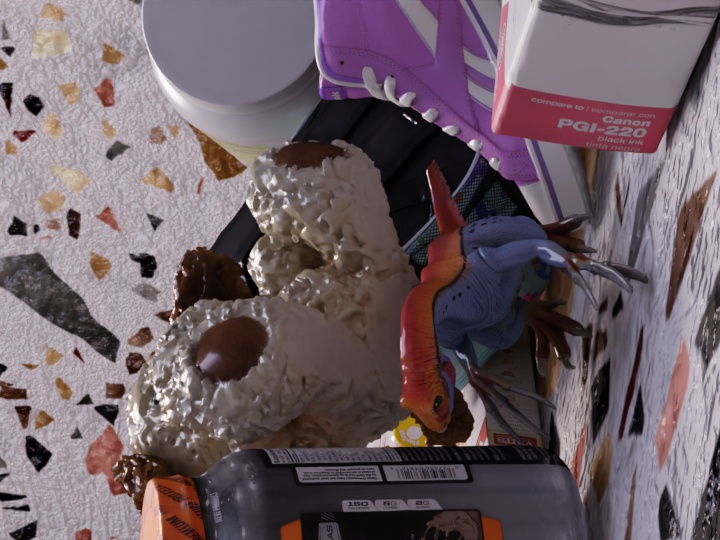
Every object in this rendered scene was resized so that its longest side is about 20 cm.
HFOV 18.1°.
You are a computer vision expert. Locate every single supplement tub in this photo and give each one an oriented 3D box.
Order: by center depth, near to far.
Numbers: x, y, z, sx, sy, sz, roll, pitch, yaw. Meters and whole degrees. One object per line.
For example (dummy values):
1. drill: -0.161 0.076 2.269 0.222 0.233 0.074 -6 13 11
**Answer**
1. supplement tub: 0.000 0.144 1.064 0.122 0.199 0.123 180 90 -78
2. supplement tub: -0.054 -0.143 1.461 0.200 0.144 0.146 37 -120 -74

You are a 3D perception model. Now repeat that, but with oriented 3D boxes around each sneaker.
1. sneaker: 0.043 -0.096 1.222 0.201 0.114 0.073 63 -170 3

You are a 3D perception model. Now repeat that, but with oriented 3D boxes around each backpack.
1. backpack: 0.000 0.000 1.327 0.200 0.151 0.177 -47 34 -16

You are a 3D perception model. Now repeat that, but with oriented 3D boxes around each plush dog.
1. plush dog: -0.049 0.054 1.177 0.171 0.161 0.200 -21 35 35

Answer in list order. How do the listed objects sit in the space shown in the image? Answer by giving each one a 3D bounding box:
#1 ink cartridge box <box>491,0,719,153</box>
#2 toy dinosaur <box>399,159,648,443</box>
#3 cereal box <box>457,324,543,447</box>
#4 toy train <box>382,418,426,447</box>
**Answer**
1. ink cartridge box: 0.117 -0.166 0.989 0.200 0.084 0.146 101 176 -61
2. toy dinosaur: 0.048 0.021 1.096 0.181 0.199 0.106 -2 -70 -51
3. cereal box: 0.074 0.117 1.357 0.200 0.039 0.144 -88 8 -64
4. toy train: 0.031 0.082 1.656 0.200 0.055 0.151 68 -163 -68
